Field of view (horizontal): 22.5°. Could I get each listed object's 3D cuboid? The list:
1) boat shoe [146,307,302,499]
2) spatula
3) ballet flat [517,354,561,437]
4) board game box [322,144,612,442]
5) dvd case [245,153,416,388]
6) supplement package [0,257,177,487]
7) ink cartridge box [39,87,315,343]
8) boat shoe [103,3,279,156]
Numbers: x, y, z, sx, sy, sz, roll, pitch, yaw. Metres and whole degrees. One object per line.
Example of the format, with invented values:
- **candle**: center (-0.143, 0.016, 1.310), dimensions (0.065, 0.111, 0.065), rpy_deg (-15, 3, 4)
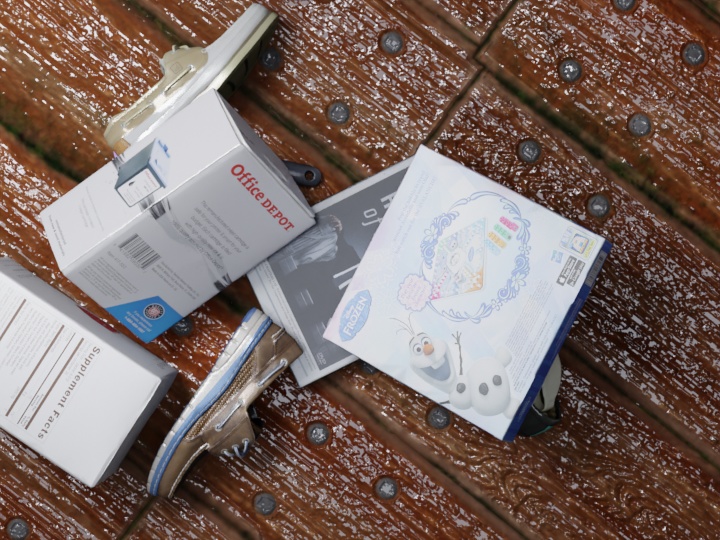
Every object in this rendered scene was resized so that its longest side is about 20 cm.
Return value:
- **boat shoe**: center (-0.126, 0.137, 1.682), dimensions (0.072, 0.072, 0.201), rpy_deg (33, 99, 1)
- **spatula**: center (-0.134, -0.105, 1.712), dimensions (0.198, 0.021, 0.057), rpy_deg (11, 87, 1)
- **ballet flat**: center (0.155, 0.053, 1.678), dimensions (0.068, 0.068, 0.202), rpy_deg (-14, 96, -42)
- **board game box**: center (0.096, 0.019, 1.640), dimensions (0.198, 0.043, 0.201), rpy_deg (29, 92, 21)
- **dvd case**: center (0.000, 0.000, 1.707), dimensions (0.199, 0.025, 0.151), rpy_deg (-26, 90, 3)
- **supplement package**: center (-0.286, 0.090, 1.668), dimensions (0.199, 0.121, 0.120), rpy_deg (34, 91, 1)
- **ink cartridge box**: center (-0.163, -0.047, 1.636), dimensions (0.199, 0.146, 0.086), rpy_deg (-36, 51, 6)
- **boat shoe**: center (-0.156, -0.177, 1.678), dimensions (0.068, 0.075, 0.200), rpy_deg (38, 78, 6)
